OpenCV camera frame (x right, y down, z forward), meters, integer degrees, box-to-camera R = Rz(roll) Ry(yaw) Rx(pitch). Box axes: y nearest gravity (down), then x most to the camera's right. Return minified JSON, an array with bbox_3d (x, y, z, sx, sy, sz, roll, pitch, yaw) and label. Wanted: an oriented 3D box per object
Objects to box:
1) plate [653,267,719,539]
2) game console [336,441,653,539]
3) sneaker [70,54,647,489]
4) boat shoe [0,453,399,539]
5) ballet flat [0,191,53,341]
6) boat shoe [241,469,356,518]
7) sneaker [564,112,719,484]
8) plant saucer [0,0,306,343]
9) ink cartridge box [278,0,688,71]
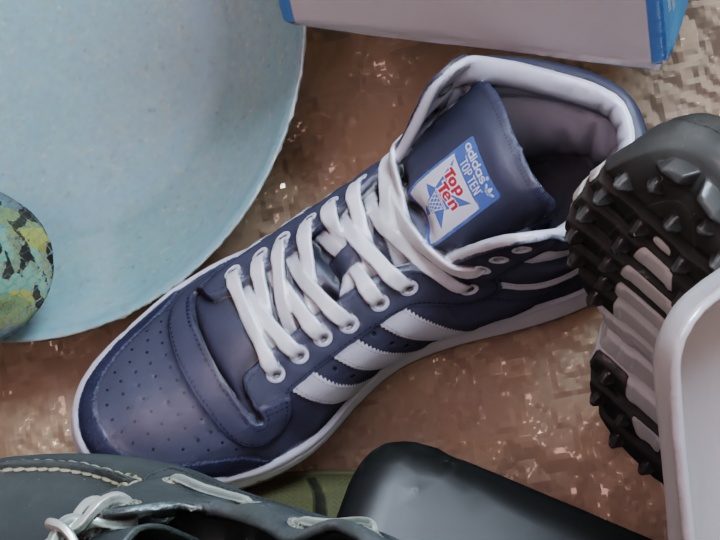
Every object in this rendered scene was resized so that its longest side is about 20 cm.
[{"bbox_3d":[0.142,0.043,0.682,0.200,0.201,0.032,-34,43,-32],"label":"plate"},{"bbox_3d":[0.056,0.176,0.752,0.199,0.117,0.177,23,63,-3],"label":"game console"},{"bbox_3d":[0.000,0.000,0.765,0.199,0.109,0.070,-25,74,-9],"label":"sneaker"},{"bbox_3d":[-0.057,0.079,0.704,0.199,0.062,0.073,12,61,37],"label":"boat shoe"},{"bbox_3d":[-0.193,-0.009,0.775,0.198,0.074,0.075,2,80,-10],"label":"ballet flat"},{"bbox_3d":[-0.031,0.106,0.800,0.198,0.075,0.069,1,103,8],"label":"boat shoe"},{"bbox_3d":[0.110,-0.005,0.728,0.090,0.200,0.066,-43,68,-13],"label":"sneaker"},{"bbox_3d":[-0.107,-0.075,0.853,0.200,0.039,0.203,-2,84,17],"label":"plant saucer"},{"bbox_3d":[0.052,-0.183,0.768,0.124,0.129,0.201,7,52,18],"label":"ink cartridge box"}]
